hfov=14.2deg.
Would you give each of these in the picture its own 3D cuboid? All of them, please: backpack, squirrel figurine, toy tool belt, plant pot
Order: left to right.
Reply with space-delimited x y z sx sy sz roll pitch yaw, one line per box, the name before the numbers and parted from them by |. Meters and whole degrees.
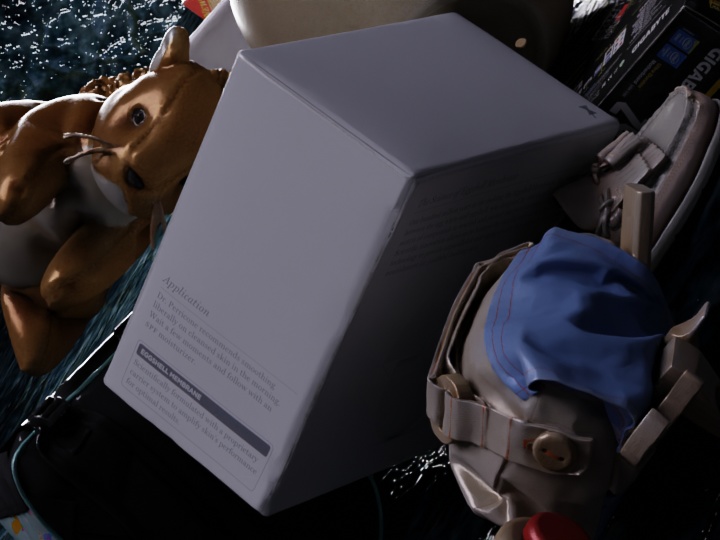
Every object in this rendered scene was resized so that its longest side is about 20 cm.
squirrel figurine | -0.122 -0.064 1.538 0.186 0.142 0.200 -32 6 40
backpack | -0.093 0.132 1.608 0.176 0.200 0.153 -46 1 -23
plant pot | 0.038 -0.147 1.597 0.201 0.200 0.135 -55 33 20
toy tool belt | 0.095 0.052 1.237 0.200 0.124 0.123 -81 17 -58

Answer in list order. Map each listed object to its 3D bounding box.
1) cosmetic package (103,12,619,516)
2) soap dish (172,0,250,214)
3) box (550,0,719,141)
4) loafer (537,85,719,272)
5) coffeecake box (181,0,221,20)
cosmetic package | 0.002 -0.010 1.462 0.199 0.123 0.201 -16 -42 -55
soap dish | -0.041 -0.102 1.796 0.200 0.157 0.081 -50 -30 -1
box | 0.146 -0.111 1.574 0.200 0.049 0.160 -50 13 37
loafer | 0.111 -0.010 1.443 0.201 0.063 0.072 -59 13 3
coffeecake box | 0.004 -0.179 1.920 0.153 0.200 0.073 -42 16 54
